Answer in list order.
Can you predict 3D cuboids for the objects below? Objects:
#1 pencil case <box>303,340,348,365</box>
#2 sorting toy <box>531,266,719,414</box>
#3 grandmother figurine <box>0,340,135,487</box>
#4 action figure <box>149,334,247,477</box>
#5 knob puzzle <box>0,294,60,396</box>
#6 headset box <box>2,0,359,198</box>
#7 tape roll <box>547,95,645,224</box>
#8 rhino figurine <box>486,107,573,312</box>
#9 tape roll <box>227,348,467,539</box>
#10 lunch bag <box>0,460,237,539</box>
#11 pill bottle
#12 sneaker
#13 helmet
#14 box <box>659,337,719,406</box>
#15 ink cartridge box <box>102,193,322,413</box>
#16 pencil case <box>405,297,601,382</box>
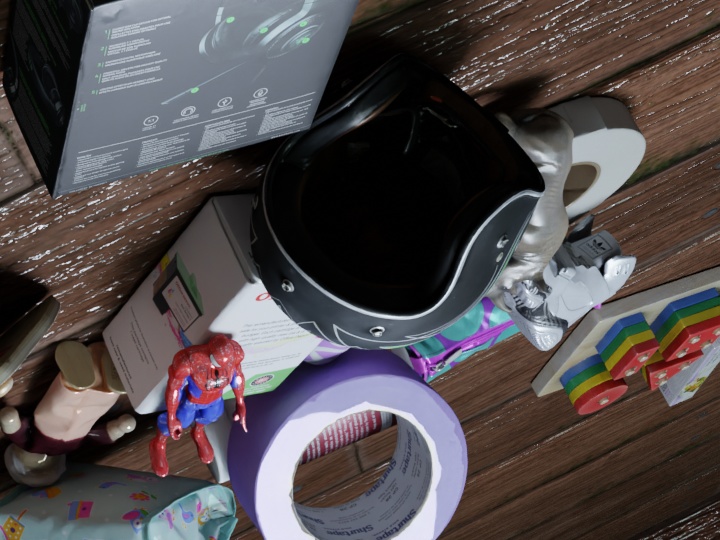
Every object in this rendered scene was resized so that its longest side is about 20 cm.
[{"bbox_3d":[0.000,0.000,1.538,0.200,0.084,0.086,-43,-170,41],"label":"pencil case"},{"bbox_3d":[0.333,0.094,2.191,0.200,0.070,0.199,-17,157,-27],"label":"sorting toy"},{"bbox_3d":[-0.252,0.127,1.567,0.121,0.061,0.200,16,143,-23],"label":"grandmother figurine"},{"bbox_3d":[-0.124,0.103,1.439,0.065,0.052,0.200,-10,151,-20],"label":"action figure"},{"bbox_3d":[-0.282,0.095,1.346,0.220,0.030,0.220,-41,-169,10],"label":"knob puzzle"},{"bbox_3d":[-0.100,-0.148,1.034,0.174,0.093,0.200,-18,157,-23],"label":"headset box"},{"bbox_3d":[0.154,-0.078,1.602,0.203,0.037,0.203,-23,160,-9],"label":"tape roll"},{"bbox_3d":[0.127,-0.046,1.494,0.087,0.060,0.200,-4,123,-7],"label":"rhino figurine"},{"bbox_3d":[-0.012,0.169,1.629,0.200,0.085,0.200,-8,113,-19],"label":"tape roll"},{"bbox_3d":[-0.220,0.237,1.663,0.170,0.122,0.200,2,-169,17],"label":"lunch bag"},{"bbox_3d":[-0.055,0.120,1.704,0.200,0.113,0.113,-22,159,-14],"label":"pill bottle"},{"bbox_3d":[0.177,-0.012,1.641,0.115,0.075,0.200,-38,151,-7],"label":"sneaker"},{"bbox_3d":[0.017,-0.038,1.312,0.191,0.200,0.200,-47,155,16],"label":"helmet"},{"bbox_3d":[0.444,0.121,2.436,0.039,0.041,0.200,-21,158,-18],"label":"box"},{"bbox_3d":[-0.092,0.023,1.467,0.145,0.084,0.200,-7,152,-41],"label":"ink cartridge box"},{"bbox_3d":[0.122,0.037,1.759,0.200,0.092,0.085,-25,138,-12],"label":"pencil case"}]
